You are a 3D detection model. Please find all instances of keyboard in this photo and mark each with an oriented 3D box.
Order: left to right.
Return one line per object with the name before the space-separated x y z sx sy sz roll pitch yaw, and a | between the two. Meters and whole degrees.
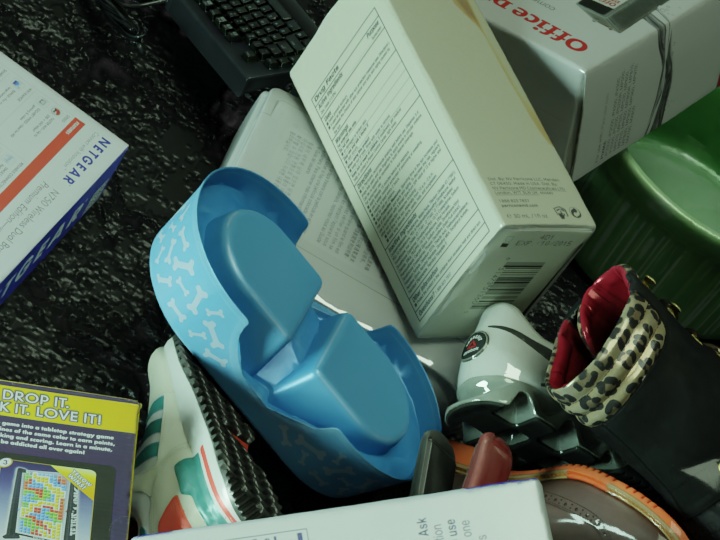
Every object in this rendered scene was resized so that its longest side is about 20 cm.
keyboard | -0.108 -0.171 1.769 0.127 0.021 0.200 -16 45 -26

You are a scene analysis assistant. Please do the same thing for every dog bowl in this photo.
dog bowl | -0.037 0.039 1.554 0.200 0.050 0.112 50 31 -13

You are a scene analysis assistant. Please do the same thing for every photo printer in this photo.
photo printer | 0.000 0.000 1.676 0.200 0.069 0.167 30 40 -7

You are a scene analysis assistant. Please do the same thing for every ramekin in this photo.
ramekin | 0.216 -0.051 1.848 0.200 0.098 0.200 18 43 -18

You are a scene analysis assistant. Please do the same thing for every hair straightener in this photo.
hair straightener | 0.019 0.177 1.502 0.041 0.077 0.201 37 62 -53

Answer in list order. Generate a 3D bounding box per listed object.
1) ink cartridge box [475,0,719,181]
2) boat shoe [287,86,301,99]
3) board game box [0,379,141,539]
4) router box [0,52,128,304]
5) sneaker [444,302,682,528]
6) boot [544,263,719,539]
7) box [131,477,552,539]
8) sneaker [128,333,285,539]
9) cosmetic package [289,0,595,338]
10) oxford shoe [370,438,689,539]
ink cartridge box | 0.134 -0.152 1.764 0.147 0.083 0.200 30 43 27
boat shoe | 0.042 -0.066 1.770 0.199 0.066 0.075 30 42 -6
board game box | -0.212 0.126 1.395 0.199 0.057 0.166 9 44 -8
router box | -0.250 -0.057 1.580 0.179 0.049 0.200 36 41 2
sneaker | 0.132 0.086 1.624 0.200 0.074 0.089 40 48 -34
boot | 0.185 0.053 1.557 0.151 0.073 0.200 42 48 -14
box | 0.001 0.212 1.358 0.199 0.105 0.184 -7 69 -6
sneaker | -0.102 0.107 1.504 0.070 0.093 0.200 49 7 -27
cosmetic package | 0.044 -0.070 1.641 0.071 0.105 0.200 0 52 -36
oxford shoe | 0.088 0.146 1.543 0.073 0.200 0.071 -46 127 -34
